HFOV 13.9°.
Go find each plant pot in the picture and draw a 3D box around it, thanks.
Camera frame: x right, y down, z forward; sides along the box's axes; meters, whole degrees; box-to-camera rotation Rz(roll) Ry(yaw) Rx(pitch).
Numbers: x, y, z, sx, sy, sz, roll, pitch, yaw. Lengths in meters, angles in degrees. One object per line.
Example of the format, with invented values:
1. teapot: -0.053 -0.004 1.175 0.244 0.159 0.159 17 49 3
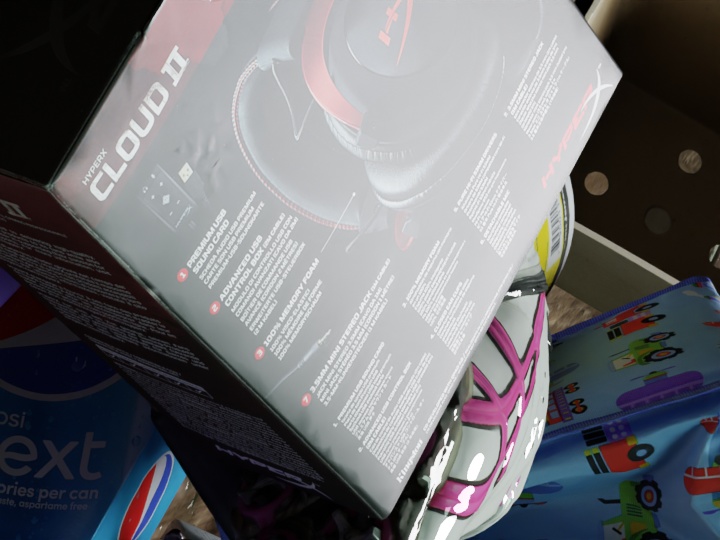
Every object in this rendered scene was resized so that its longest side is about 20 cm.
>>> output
1. plant pot: 0.187 -0.053 1.629 0.200 0.199 0.177 -60 179 -19

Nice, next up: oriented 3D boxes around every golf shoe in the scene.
1. golf shoe: 0.023 0.051 0.874 0.092 0.072 0.201 54 35 -28

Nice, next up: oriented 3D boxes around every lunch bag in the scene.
1. lunch bag: 0.046 0.078 1.073 0.151 0.199 0.095 -94 173 -78

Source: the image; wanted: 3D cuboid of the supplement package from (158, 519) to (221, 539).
1. supplement package: -0.019 0.235 1.090 0.192 0.199 0.147 -57 -149 10

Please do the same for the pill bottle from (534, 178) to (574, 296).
1. pill bottle: 0.000 0.000 1.044 0.113 0.112 0.200 -68 169 22

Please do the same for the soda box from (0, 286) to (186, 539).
1. soda box: -0.073 0.024 0.893 0.201 0.064 0.068 -61 168 -16

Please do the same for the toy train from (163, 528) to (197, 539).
1. toy train: -0.038 0.161 0.924 0.046 0.034 0.201 -38 132 -29

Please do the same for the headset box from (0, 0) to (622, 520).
1. headset box: -0.029 -0.051 0.756 0.149 0.075 0.200 -61 142 -15

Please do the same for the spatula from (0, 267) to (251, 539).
1. spatula: -0.065 0.024 0.825 0.057 0.020 0.200 -53 130 -24
